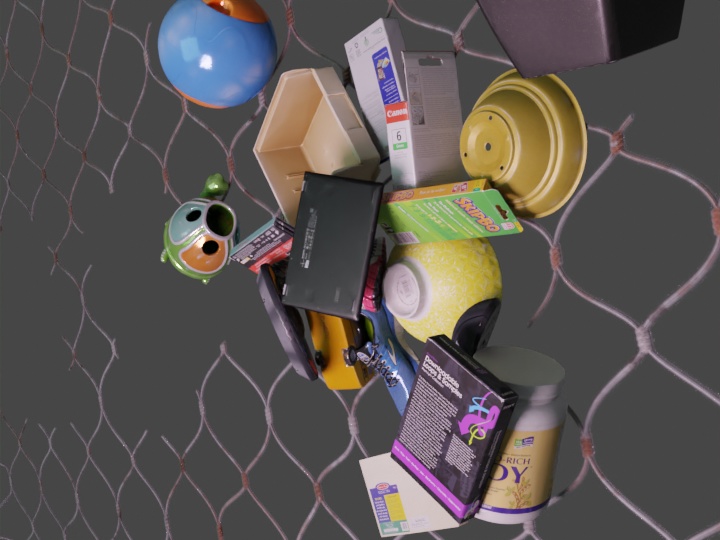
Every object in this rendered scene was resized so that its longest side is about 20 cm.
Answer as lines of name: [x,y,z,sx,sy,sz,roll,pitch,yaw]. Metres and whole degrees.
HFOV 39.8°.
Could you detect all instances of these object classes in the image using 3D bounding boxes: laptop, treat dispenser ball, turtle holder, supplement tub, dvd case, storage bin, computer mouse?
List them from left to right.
turtle holder: [-0.280,-0.078,1.859,0.141,0.186,0.132,44,138,-7]
treat dispenser ball: [-0.239,-0.375,1.678,0.200,0.200,0.202,14,108,48]
dvd case: [-0.094,-0.006,1.607,0.146,0.200,0.022,-31,35,49]
storage bin: [-0.069,-0.182,1.567,0.201,0.093,0.199,64,148,25]
laptop: [-0.043,-0.037,1.412,0.199,0.116,0.188,11,92,30]
computer mouse: [0.129,0.128,1.359,0.046,0.140,0.201,27,136,18]
supplement tub: [0.195,0.216,1.325,0.145,0.145,0.201,26,118,44]

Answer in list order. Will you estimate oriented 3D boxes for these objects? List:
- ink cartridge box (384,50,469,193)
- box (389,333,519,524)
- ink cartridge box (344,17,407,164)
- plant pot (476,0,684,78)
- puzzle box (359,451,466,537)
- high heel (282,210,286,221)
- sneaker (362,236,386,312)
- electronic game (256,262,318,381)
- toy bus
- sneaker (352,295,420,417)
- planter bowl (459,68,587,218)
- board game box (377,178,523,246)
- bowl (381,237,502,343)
ink cartridge box: [0.090,-0.202,1.390,0.050,0.109,0.201,-2,96,49]
box: [0.117,0.202,1.276,0.143,0.036,0.201,40,128,38]
ink cartridge box: [0.039,-0.266,1.493,0.099,0.039,0.201,-19,82,51]
plant pot: [0.251,-0.323,1.118,0.199,0.200,0.178,-1,108,50]
puzzle box: [0.081,0.349,1.585,0.200,0.025,0.134,-25,79,50]
high heel: [-0.116,-0.044,1.717,0.143,0.071,0.200,61,140,37]
sneaker: [0.000,0.000,1.484,0.074,0.200,0.081,2,107,7]
electronic game: [-0.112,0.081,1.565,0.200,0.041,0.201,155,90,-88]
toy bus: [-0.038,0.092,1.593,0.065,0.078,0.201,-5,107,29]
sneaker: [0.034,0.139,1.546,0.079,0.089,0.201,-42,66,47]
planter bowl: [0.190,-0.163,1.299,0.200,0.083,0.202,15,110,48]
board game box: [0.113,-0.076,1.335,0.199,0.096,0.030,-3,55,35]
bowl: [0.096,0.021,1.433,0.200,0.107,0.201,13,107,48]
